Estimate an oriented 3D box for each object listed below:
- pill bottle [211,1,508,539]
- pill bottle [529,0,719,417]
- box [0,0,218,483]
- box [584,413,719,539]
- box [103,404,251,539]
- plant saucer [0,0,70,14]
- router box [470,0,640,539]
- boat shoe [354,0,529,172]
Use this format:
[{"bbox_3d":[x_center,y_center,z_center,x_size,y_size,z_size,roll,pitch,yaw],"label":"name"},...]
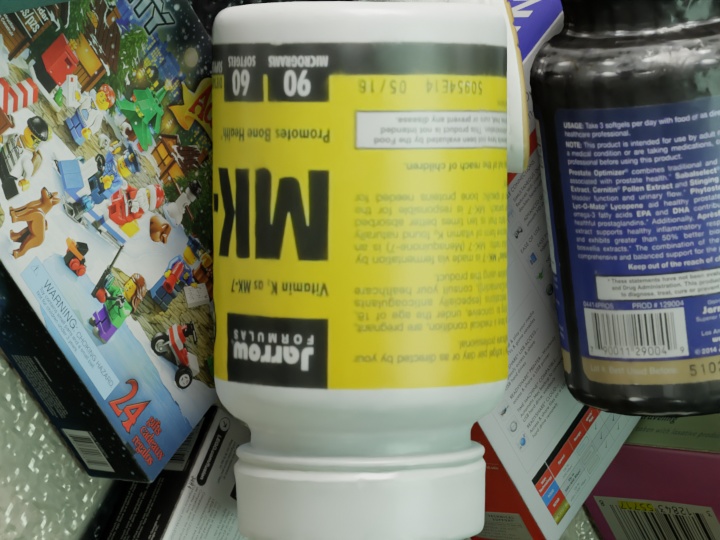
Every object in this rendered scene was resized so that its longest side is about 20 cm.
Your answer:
[{"bbox_3d":[0.000,0.000,1.112,0.114,0.114,0.201,-3,94,-47],"label":"pill bottle"},{"bbox_3d":[0.131,-0.047,1.237,0.112,0.112,0.200,-19,106,-45],"label":"pill bottle"},{"bbox_3d":[-0.101,-0.038,1.113,0.137,0.038,0.200,-53,127,-31],"label":"box"},{"bbox_3d":[0.221,0.052,1.367,0.200,0.176,0.097,-51,126,-33],"label":"box"},{"bbox_3d":[-0.071,0.165,1.156,0.110,0.035,0.200,41,63,-38],"label":"box"},{"bbox_3d":[-0.127,-0.127,1.047,0.200,0.019,0.070,-15,81,-34],"label":"plant saucer"},{"bbox_3d":[0.080,-0.010,1.303,0.200,0.049,0.180,-52,127,-32],"label":"router box"},{"bbox_3d":[0.018,-0.130,1.208,0.069,0.071,0.200,-17,88,-4],"label":"boat shoe"}]
